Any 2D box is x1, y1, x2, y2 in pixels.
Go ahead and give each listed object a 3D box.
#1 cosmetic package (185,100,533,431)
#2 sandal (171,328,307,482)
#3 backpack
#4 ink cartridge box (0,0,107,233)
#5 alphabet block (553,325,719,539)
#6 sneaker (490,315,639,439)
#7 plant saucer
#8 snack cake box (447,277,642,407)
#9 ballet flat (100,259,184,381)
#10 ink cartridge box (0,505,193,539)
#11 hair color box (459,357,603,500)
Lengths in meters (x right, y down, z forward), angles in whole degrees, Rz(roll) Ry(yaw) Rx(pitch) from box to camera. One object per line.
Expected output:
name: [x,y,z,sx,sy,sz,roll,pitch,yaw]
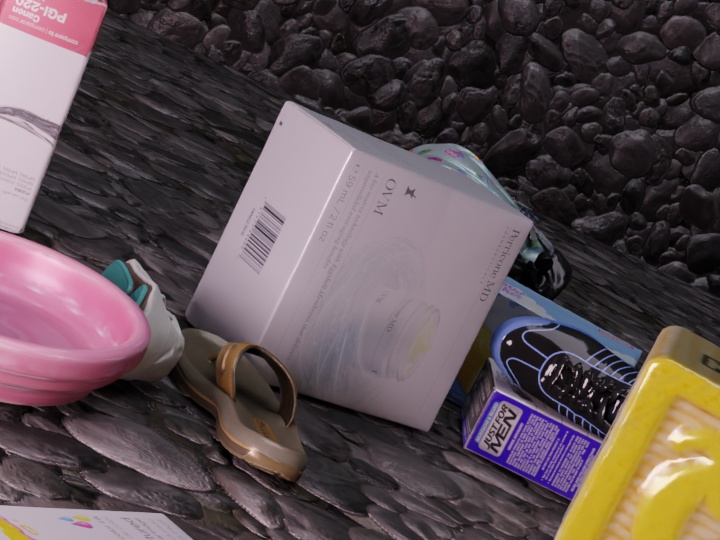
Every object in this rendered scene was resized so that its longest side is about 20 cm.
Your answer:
cosmetic package: [0.000,0.000,1.469,0.199,0.201,0.123,19,12,-37]
sandal: [-0.078,0.083,1.271,0.080,0.054,0.200,22,12,-26]
backpack: [0.092,-0.026,1.760,0.200,0.167,0.127,49,24,0]
ink cartridge box: [-0.282,-0.149,1.488,0.084,0.201,0.146,18,12,-14]
alphabet block: [0.259,0.173,1.302,0.195,0.197,0.200,27,11,9]
sneaker: [0.202,0.102,1.506,0.199,0.071,0.078,26,7,-5]
plant saucer: [-0.232,0.028,1.125,0.199,0.051,0.201,20,14,-5]
snack cake box: [0.145,0.081,1.662,0.199,0.116,0.067,29,17,9]
ballet flat: [-0.155,0.042,1.279,0.069,0.070,0.200,24,9,-14]
ink cartridge box: [-0.116,0.162,0.705,0.147,0.086,0.199,34,11,35]
hair color box: [0.187,0.156,1.562,0.199,0.065,0.109,28,11,-4]
